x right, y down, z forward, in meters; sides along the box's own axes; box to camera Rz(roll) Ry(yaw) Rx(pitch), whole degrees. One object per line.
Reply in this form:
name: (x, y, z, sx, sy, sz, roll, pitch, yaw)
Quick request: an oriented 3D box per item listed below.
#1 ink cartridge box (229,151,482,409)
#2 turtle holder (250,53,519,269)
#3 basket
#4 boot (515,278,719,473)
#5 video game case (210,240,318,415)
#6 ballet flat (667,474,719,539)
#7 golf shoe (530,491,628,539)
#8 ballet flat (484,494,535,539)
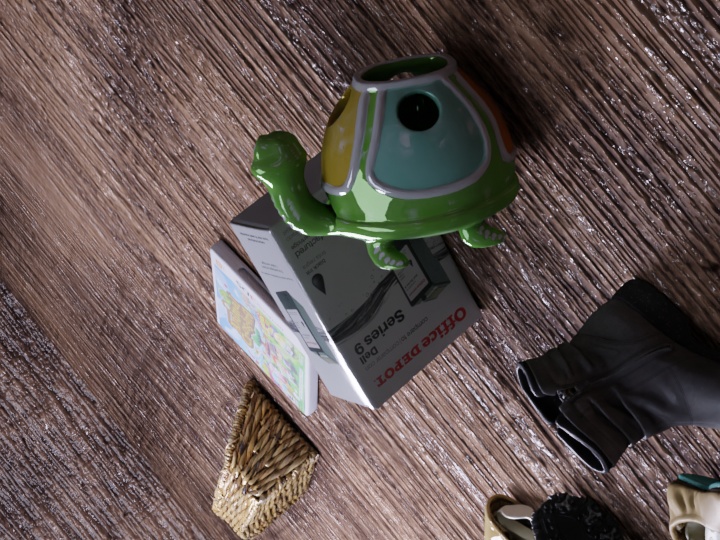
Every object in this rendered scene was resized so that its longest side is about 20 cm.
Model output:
ink cartridge box: (0.000, 0.000, 1.432, 0.084, 0.146, 0.201, 12, 137, 58)
turtle holder: (0.024, -0.088, 1.206, 0.184, 0.141, 0.132, -1, 114, 19)
basket: (-0.162, 0.275, 2.246, 0.149, 0.143, 0.200, 46, 159, 12)
boot: (0.217, 0.107, 1.159, 0.200, 0.131, 0.070, 39, 156, 32)
video game case: (-0.119, 0.075, 1.990, 0.182, 0.022, 0.200, 45, 159, 20)
ballet flat: (0.278, 0.191, 1.201, 0.068, 0.063, 0.200, 12, 175, -1)
golf shoe: (0.238, 0.293, 1.510, 0.200, 0.078, 0.095, 42, 164, 38)
ballet flat: (0.188, 0.283, 1.621, 0.200, 0.068, 0.063, 22, 131, 52)
